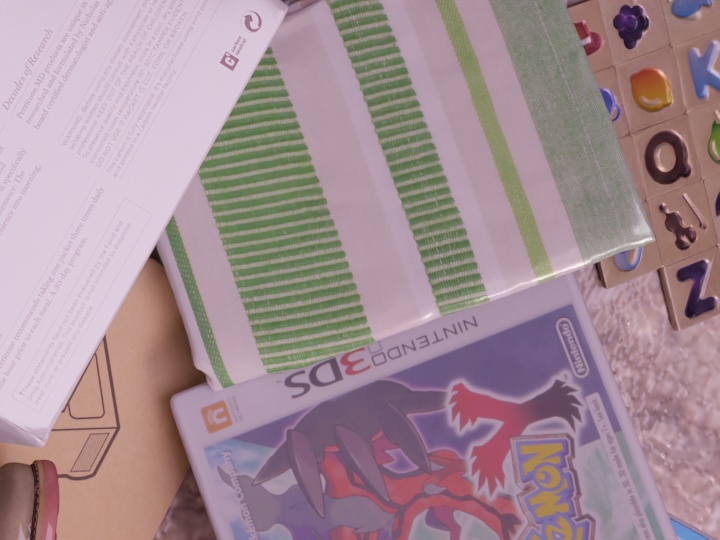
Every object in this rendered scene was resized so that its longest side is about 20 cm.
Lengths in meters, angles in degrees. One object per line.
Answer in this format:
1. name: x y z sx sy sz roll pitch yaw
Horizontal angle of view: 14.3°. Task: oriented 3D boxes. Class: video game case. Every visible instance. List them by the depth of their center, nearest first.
1. video game case: 0.036 0.113 1.195 0.181 0.023 0.201 -21 77 3

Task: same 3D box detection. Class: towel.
1. towel: 0.005 -0.049 1.202 0.199 0.023 0.153 -20 82 5

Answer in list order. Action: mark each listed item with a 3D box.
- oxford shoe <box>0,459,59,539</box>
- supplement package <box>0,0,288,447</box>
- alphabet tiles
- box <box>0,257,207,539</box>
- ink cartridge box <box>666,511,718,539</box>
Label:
1. oxford shoe: -0.182 0.162 1.159 0.074 0.070 0.201 23 95 -16
2. supplement package: -0.171 -0.065 1.092 0.199 0.147 0.192 31 79 -13
3. alphabet tiles: 0.168 -0.081 1.370 0.166 0.006 0.201 -21 104 -24
4. box: -0.158 0.046 1.201 0.200 0.021 0.164 33 79 -25
5. ink cartridge box: 0.074 0.194 1.266 0.086 0.146 0.201 31 80 -28
